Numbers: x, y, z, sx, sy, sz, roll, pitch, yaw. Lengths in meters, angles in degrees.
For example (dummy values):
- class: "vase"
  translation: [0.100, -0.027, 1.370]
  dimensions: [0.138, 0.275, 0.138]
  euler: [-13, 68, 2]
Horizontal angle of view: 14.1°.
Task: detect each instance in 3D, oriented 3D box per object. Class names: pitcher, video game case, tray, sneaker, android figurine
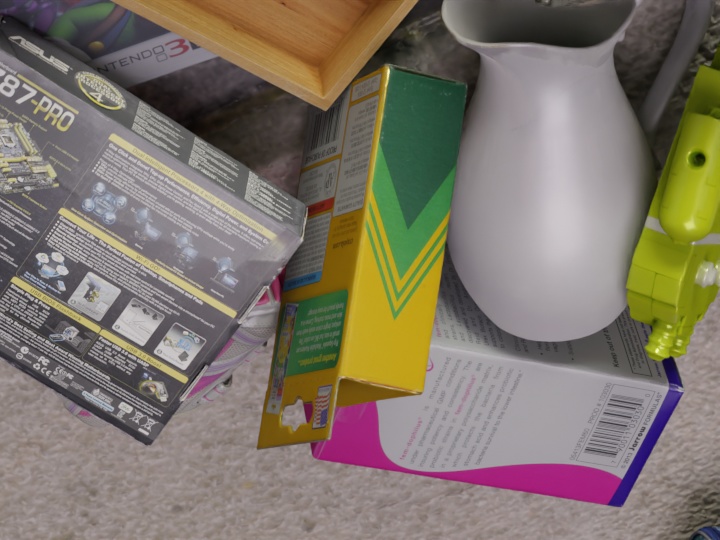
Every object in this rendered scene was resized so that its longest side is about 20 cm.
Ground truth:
- class: "pitcher"
  translation: [0.126, -0.072, 1.620]
  dimensions: [0.171, 0.121, 0.201]
  euler: [-20, 127, -22]
- class: "video game case"
  translation: [-0.135, -0.182, 1.528]
  dimensions: [0.181, 0.023, 0.200]
  euler: [-19, 129, 4]
- class: "tray"
  translation: [-0.071, -0.168, 1.516]
  dimensions: [0.200, 0.037, 0.099]
  euler: [26, 120, -28]
- class: "sneaker"
  translation: [-0.097, 0.032, 1.679]
  dimensions: [0.199, 0.082, 0.088]
  euler: [-15, 133, 10]
- class: "android figurine"
  translation: [0.196, -0.046, 1.614]
  dimensions: [0.041, 0.182, 0.201]
  euler: [19, 94, 17]

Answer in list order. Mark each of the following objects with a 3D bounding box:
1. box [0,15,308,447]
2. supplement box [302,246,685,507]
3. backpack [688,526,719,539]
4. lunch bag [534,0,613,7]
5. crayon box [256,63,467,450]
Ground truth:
- class: "box"
  translation: [-0.154, -0.018, 1.574]
  dimensions: [0.200, 0.049, 0.161]
  euler: [31, 115, -12]
- class: "supplement box"
  translation: [0.072, 0.058, 1.713]
  dimensions: [0.199, 0.104, 0.101]
  euler: [10, 127, -20]
- class: "backpack"
  translation: [0.281, 0.228, 1.839]
  dimensions: [0.146, 0.183, 0.201]
  euler: [4, 123, -15]
- class: "lunch bag"
  translation: [0.153, -0.200, 1.456]
  dimensions: [0.163, 0.200, 0.118]
  euler: [-10, 129, -4]
- class: "crayon box"
  translation: [0.000, 0.000, 1.568]
  dimensions: [0.051, 0.126, 0.201]
  euler: [12, 81, -18]
